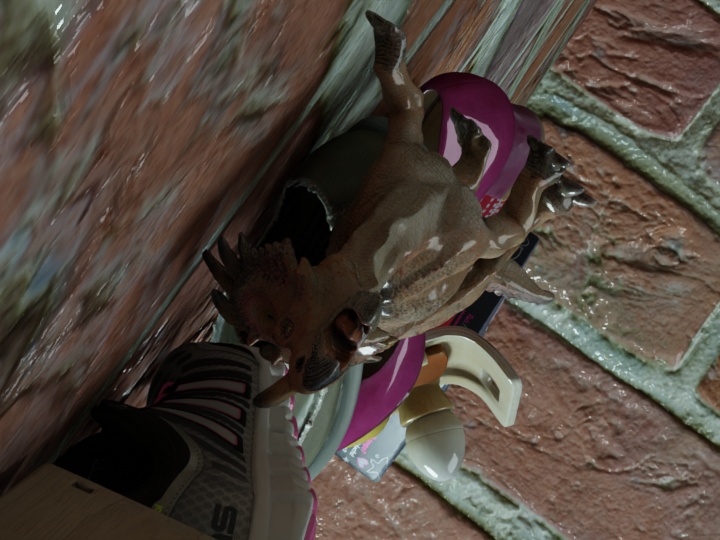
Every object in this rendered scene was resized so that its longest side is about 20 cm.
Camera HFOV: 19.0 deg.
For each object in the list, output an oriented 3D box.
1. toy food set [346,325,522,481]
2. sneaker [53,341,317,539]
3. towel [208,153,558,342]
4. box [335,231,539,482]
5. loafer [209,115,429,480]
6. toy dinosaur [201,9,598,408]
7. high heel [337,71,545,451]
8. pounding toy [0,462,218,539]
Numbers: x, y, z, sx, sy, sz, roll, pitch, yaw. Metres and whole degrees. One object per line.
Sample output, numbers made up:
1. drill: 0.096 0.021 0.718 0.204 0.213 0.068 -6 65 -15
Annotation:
1. toy food set: -0.016 0.093 1.096 0.199 0.061 0.144 -20 168 -2
2. sneaker: -0.072 0.072 0.793 0.200 0.087 0.074 -116 -140 -68
3. towel: 0.010 -0.003 1.047 0.200 0.022 0.145 -5 135 -55
4. box: 0.032 0.038 1.622 0.132 0.114 0.200 -58 176 40
5. loafer: -0.036 0.023 0.906 0.069 0.075 0.201 -16 138 -48
6. toy dinosaur: 0.010 -0.002 0.800 0.136 0.086 0.200 -54 160 -1
7. high heel: 0.000 0.000 0.935 0.201 0.067 0.096 -59 153 10
8. pounding toy: -0.127 0.175 0.628 0.184 0.142 0.201 -43 157 -79
